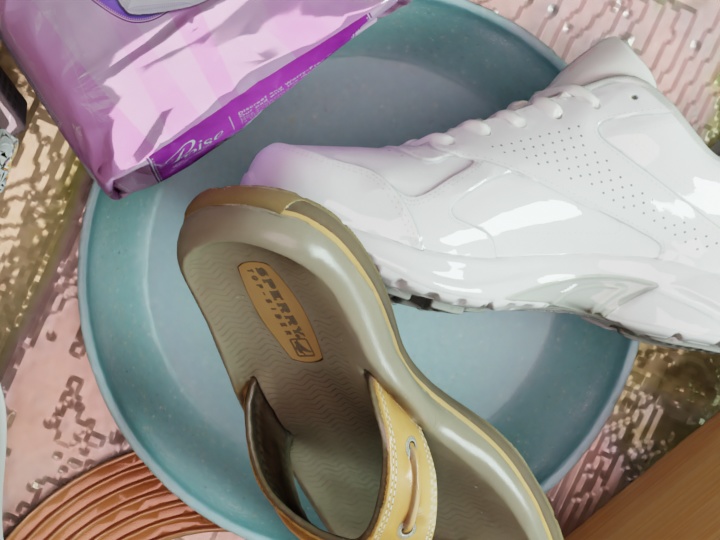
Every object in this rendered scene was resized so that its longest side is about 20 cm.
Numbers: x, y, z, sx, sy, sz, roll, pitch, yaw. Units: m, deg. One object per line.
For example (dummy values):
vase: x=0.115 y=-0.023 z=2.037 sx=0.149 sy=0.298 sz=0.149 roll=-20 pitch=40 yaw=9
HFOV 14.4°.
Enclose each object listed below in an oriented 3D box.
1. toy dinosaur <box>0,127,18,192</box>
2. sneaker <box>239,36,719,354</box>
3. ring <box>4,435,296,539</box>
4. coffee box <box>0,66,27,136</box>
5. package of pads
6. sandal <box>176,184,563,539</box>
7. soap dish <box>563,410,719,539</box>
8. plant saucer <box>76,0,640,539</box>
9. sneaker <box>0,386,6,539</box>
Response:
toy dinosaur: x=-0.177 y=-0.076 z=0.827 sx=0.102 sy=0.136 sz=0.200 roll=-42 pitch=145 yaw=-14
sneaker: x=0.057 y=-0.032 z=0.952 sx=0.200 sy=0.078 sz=0.100 roll=9 pitch=88 yaw=-19
ring: x=-0.050 y=0.158 z=1.027 sx=0.200 sy=0.019 sz=0.201 roll=-1 pitch=99 yaw=-6
coffee box: x=-0.211 y=-0.102 z=0.933 sx=0.113 sy=0.080 sz=0.200 roll=-33 pitch=102 yaw=0
package of pads: x=-0.084 y=-0.136 z=0.917 sx=0.120 sy=0.076 sz=0.200 roll=-34 pitch=87 yaw=-3
sandal: x=-0.003 y=0.058 z=0.923 sx=0.080 sy=0.054 sz=0.200 roll=-10 pitch=129 yaw=32
soap dish: x=0.171 y=0.140 z=0.994 sx=0.200 sy=0.081 sz=0.157 roll=41 pitch=118 yaw=-13
plant saucer: x=0.000 y=0.000 z=0.994 sx=0.199 sy=0.036 sz=0.201 roll=-1 pitch=97 yaw=-10
sneaker: x=-0.157 y=0.085 z=0.983 sx=0.074 sy=0.082 sz=0.200 roll=4 pitch=121 yaw=-18
